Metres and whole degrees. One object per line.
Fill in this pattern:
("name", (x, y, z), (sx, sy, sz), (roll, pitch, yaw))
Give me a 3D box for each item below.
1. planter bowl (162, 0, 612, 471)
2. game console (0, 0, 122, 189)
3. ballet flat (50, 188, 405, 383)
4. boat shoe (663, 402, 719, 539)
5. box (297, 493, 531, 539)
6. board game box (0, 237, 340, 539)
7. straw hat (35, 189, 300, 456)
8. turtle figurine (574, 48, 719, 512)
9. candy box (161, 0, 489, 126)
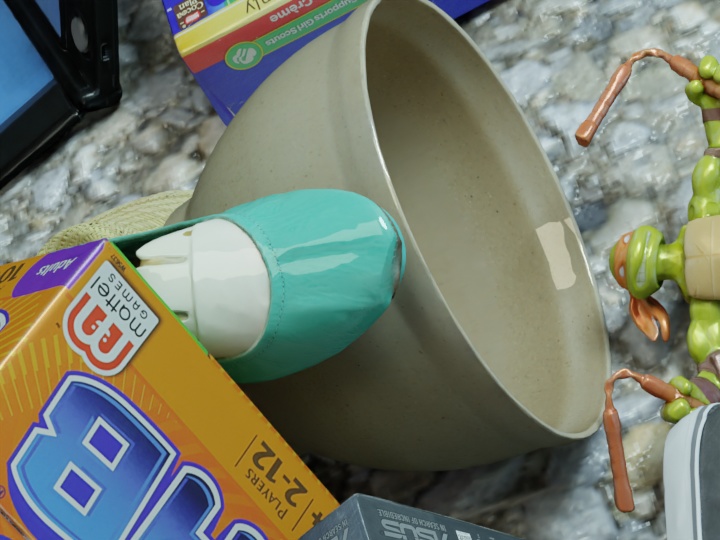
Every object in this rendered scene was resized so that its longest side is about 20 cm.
("planter bowl", (0.000, 0.000, 0.899), (0.134, 0.200, 0.201), (-24, 53, 23))
("game console", (-0.218, -0.155, 1.138), (0.116, 0.176, 0.200), (-20, 50, -22))
("ballet flat", (-0.073, 0.013, 0.804), (0.200, 0.070, 0.068), (-13, 84, 44))
("boat shoe", (0.158, 0.128, 0.782), (0.066, 0.070, 0.201), (-34, 38, 37))
("box", (0.072, 0.173, 0.750), (0.051, 0.200, 0.158), (-43, 48, 29))
("board game box", (-0.140, 0.139, 0.786), (0.199, 0.200, 0.200), (-12, 35, 50))
("straw hat", (-0.113, 0.023, 0.996), (0.200, 0.085, 0.202), (-12, 57, 18))
("turtle figurine", (0.171, 0.005, 0.889), (0.161, 0.064, 0.201), (0, 75, 20))
("candy box", (-0.030, -0.196, 1.094), (0.169, 0.077, 0.200), (-26, 55, 8))
